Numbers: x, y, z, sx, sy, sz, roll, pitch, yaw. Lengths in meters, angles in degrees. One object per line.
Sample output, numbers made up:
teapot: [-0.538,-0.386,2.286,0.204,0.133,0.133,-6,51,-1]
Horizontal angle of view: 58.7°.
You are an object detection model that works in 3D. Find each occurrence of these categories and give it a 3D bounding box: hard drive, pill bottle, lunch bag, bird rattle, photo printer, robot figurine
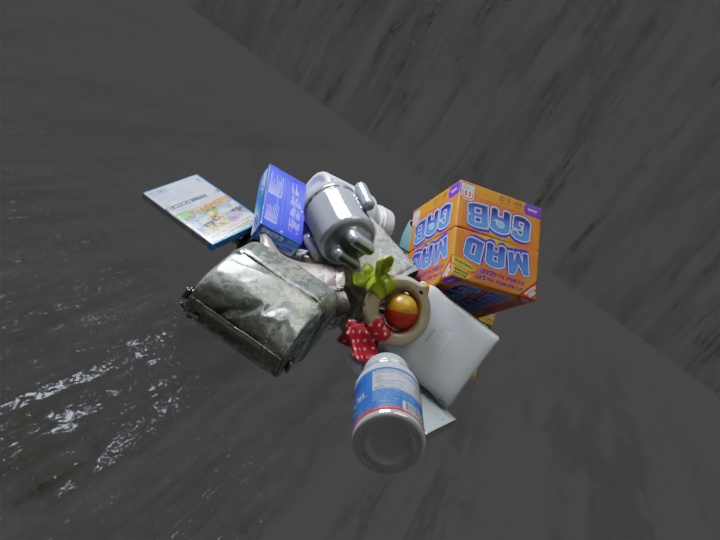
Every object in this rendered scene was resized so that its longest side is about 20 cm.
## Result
hard drive: [0.076,0.224,1.186,0.200,0.026,0.131,43,21,25]
pill bottle: [0.043,0.217,1.021,0.112,0.113,0.200,30,19,-10]
pill bottle: [-0.026,-0.127,1.408,0.199,0.115,0.115,22,22,-34]
lunch bag: [0.000,0.000,1.306,0.199,0.118,0.164,-33,68,-22]
bird rattle: [0.051,0.076,1.159,0.161,0.202,0.113,9,-12,-13]
photo printer: [0.140,0.132,1.228,0.200,0.167,0.069,39,-6,8]
lunch bag: [-0.160,0.065,1.006,0.199,0.140,0.168,34,25,7]
robot figurine: [-0.043,-0.093,1.224,0.113,0.169,0.201,35,21,-46]

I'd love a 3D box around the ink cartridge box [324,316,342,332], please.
ink cartridge box: [-0.154,0.063,1.193,0.199,0.050,0.161,-15,50,-42]

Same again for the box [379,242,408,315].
box: [0.126,0.050,1.528,0.199,0.125,0.149,30,21,-14]

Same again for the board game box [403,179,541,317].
board game box: [0.231,-0.036,1.334,0.198,0.202,0.200,16,-20,-20]

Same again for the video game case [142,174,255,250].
video game case: [-0.312,-0.120,1.274,0.199,0.018,0.143,34,38,21]

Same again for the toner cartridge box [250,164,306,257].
toner cartridge box: [-0.164,-0.125,1.307,0.094,0.043,0.201,27,37,-23]

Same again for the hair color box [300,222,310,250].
hair color box: [-0.087,-0.068,1.441,0.109,0.065,0.201,-14,69,-52]

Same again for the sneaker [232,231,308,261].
sneaker: [-0.176,-0.041,1.323,0.114,0.076,0.199,47,25,26]

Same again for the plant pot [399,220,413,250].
plant pot: [0.182,-0.027,1.785,0.199,0.135,0.200,30,20,-12]

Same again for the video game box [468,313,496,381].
video game box: [0.191,0.119,1.414,0.199,0.184,0.047,30,-20,-14]

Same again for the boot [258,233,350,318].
boot: [-0.101,0.011,1.161,0.145,0.070,0.202,-9,62,-11]
